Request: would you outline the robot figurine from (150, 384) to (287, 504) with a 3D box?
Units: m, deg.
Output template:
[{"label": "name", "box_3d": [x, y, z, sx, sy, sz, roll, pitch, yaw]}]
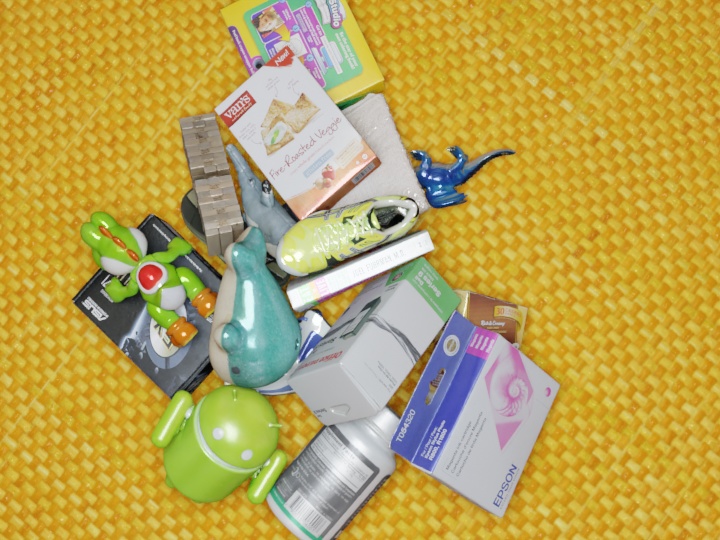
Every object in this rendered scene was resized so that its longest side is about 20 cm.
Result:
[{"label": "robot figurine", "box_3d": [-0.182, 0.226, 1.174, 0.175, 0.116, 0.200, 36, 128, -13]}]

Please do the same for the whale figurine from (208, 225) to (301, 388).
[{"label": "whale figurine", "box_3d": [-0.125, 0.051, 1.118, 0.102, 0.159, 0.203, 10, 116, 15]}]

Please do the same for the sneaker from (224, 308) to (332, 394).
[{"label": "sneaker", "box_3d": [-0.090, 0.112, 1.242, 0.196, 0.081, 0.117, -3, 80, -5]}]

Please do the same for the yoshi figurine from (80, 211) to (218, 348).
[{"label": "yoshi figurine", "box_3d": [-0.279, 0.003, 1.175, 0.200, 0.113, 0.112, 44, 127, -8]}]

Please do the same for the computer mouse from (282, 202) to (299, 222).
[{"label": "computer mouse", "box_3d": [-0.047, -0.093, 1.282, 0.198, 0.034, 0.059, -30, 68, -6]}]

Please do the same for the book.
[{"label": "book", "box_3d": [0.000, 0.000, 1.214, 0.198, 0.134, 0.049, -23, 92, -1]}]

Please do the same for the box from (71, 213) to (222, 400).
[{"label": "box", "box_3d": [-0.266, 0.051, 1.245, 0.200, 0.086, 0.164, 43, 88, 6]}]

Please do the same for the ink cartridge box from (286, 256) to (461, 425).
[{"label": "ink cartridge box", "box_3d": [0.017, 0.092, 1.153, 0.084, 0.145, 0.200, 48, 55, -11]}]

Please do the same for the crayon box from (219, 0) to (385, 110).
[{"label": "crayon box", "box_3d": [-0.082, -0.316, 1.288, 0.171, 0.058, 0.202, -25, 84, -1]}]

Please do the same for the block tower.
[{"label": "block tower", "box_3d": [-0.205, -0.121, 1.239, 0.053, 0.058, 0.202, -11, 62, -12]}]

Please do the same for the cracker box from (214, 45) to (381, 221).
[{"label": "cracker box", "box_3d": [-0.084, -0.181, 1.213, 0.134, 0.058, 0.201, -40, 80, 5]}]

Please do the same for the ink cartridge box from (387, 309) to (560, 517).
[{"label": "ink cartridge box", "box_3d": [0.153, 0.186, 1.153, 0.199, 0.043, 0.198, 37, 74, -32]}]

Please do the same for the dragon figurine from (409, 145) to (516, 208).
[{"label": "dragon figurine", "box_3d": [0.120, -0.118, 1.258, 0.197, 0.059, 0.101, -4, 86, 7]}]

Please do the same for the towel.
[{"label": "towel", "box_3d": [0.006, -0.141, 1.244, 0.131, 0.034, 0.202, -26, 66, 12]}]

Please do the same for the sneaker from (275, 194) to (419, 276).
[{"label": "sneaker", "box_3d": [-0.016, -0.054, 1.132, 0.198, 0.076, 0.076, -25, 87, -18]}]

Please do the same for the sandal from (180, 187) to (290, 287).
[{"label": "sandal", "box_3d": [-0.181, -0.040, 1.261, 0.080, 0.058, 0.201, -38, 76, -26]}]

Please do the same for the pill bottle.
[{"label": "pill bottle", "box_3d": [-0.023, 0.262, 1.200, 0.113, 0.113, 0.200, 42, 87, 6]}]

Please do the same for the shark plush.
[{"label": "shark plush", "box_3d": [-0.121, -0.093, 1.220, 0.090, 0.084, 0.202, -12, 65, -17]}]

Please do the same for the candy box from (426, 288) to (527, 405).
[{"label": "candy box", "box_3d": [0.151, 0.135, 1.206, 0.115, 0.056, 0.203, 14, 83, -34]}]
